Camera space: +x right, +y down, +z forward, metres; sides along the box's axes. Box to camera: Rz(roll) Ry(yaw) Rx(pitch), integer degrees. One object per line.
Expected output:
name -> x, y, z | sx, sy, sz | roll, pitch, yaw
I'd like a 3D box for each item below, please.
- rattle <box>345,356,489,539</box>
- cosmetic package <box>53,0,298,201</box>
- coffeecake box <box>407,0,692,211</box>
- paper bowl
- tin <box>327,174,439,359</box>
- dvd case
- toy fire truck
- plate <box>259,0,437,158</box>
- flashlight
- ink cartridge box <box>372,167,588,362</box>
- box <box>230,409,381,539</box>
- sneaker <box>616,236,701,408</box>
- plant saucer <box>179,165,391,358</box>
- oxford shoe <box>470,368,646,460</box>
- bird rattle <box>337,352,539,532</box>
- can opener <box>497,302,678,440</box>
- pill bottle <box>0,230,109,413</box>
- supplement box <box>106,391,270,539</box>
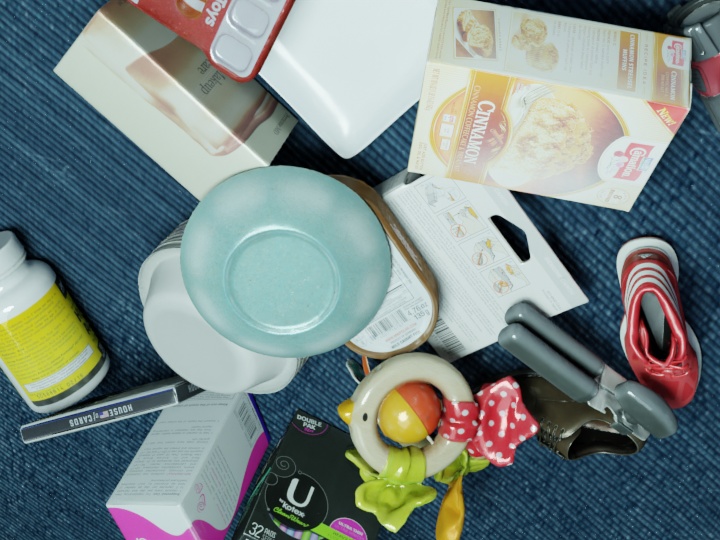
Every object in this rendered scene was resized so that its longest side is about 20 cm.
rattle -> 0.043, 0.193, 1.077 | 0.200, 0.143, 0.130 | 41, 163, -23
cosmetic package -> -0.168, -0.163, 0.914 | 0.200, 0.104, 0.087 | 42, 124, -15
coffeecake box -> 0.148, -0.132, 0.801 | 0.199, 0.073, 0.154 | 10, 153, 2
paper bowl -> -0.147, 0.050, 1.033 | 0.200, 0.104, 0.201 | 19, 135, 20
tin -> 0.000, 0.000, 0.945 | 0.112, 0.042, 0.200 | -32, 112, 10
dvd case -> -0.267, 0.152, 1.130 | 0.199, 0.150, 0.025 | -15, 91, 16
toy fire truck -> -0.114, -0.276, 0.797 | 0.167, 0.112, 0.200 | 32, 121, -4
plate -> -0.014, -0.225, 0.864 | 0.200, 0.032, 0.200 | 44, 126, -14
flashlight -> 0.321, -0.136, 0.805 | 0.068, 0.068, 0.200 | -18, 122, 40
ink cartridge box -> 0.101, -0.018, 0.969 | 0.176, 0.045, 0.200 | -27, 113, 31
box -> -0.060, 0.295, 1.146 | 0.148, 0.200, 0.125 | 28, 127, -3
sneaker -> 0.281, 0.079, 0.935 | 0.078, 0.116, 0.201 | -12, 120, 25
plant saucer -> -0.071, 0.004, 0.905 | 0.200, 0.039, 0.202 | 0, 116, 0
oxford shoe -> 0.205, 0.156, 1.035 | 0.199, 0.085, 0.073 | 2, 130, 21
bird rattle -> 0.068, 0.157, 0.974 | 0.200, 0.113, 0.163 | -34, 110, 4
can opener -> 0.225, 0.098, 0.959 | 0.200, 0.053, 0.066 | 33, 142, -11
pill bottle -> -0.387, 0.059, 1.138 | 0.111, 0.111, 0.201 | -11, 121, 25
supplement box -> -0.195, 0.235, 1.146 | 0.103, 0.200, 0.102 | -5, 123, 21
